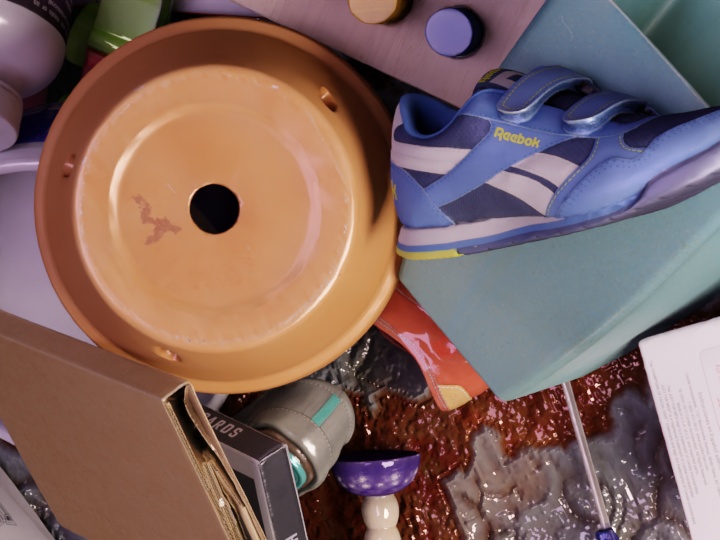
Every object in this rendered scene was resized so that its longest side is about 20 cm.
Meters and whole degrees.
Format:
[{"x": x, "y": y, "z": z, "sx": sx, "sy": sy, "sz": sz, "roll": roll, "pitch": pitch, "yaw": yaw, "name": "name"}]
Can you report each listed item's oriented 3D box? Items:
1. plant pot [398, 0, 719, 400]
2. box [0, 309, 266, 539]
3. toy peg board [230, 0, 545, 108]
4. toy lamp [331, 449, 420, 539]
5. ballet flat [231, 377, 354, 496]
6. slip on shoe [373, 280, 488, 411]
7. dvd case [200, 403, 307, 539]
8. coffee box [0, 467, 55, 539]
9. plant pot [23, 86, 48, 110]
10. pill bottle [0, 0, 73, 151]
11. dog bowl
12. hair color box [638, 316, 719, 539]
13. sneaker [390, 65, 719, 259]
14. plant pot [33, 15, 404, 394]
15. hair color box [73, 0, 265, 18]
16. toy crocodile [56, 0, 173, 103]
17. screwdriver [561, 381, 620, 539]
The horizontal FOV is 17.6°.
[{"x": 0.123, "y": -0.037, "z": 1.169, "sx": 0.141, "sy": 0.141, "sz": 0.200, "roll": 51, "pitch": 120, "yaw": 17, "name": "plant pot"}, {"x": -0.129, "y": 0.100, "z": 1.240, "sx": 0.200, "sy": 0.021, "sz": 0.164, "roll": 18, "pitch": 139, "yaw": 46, "name": "box"}, {"x": 0.017, "y": -0.205, "z": 1.191, "sx": 0.199, "sy": 0.098, "sz": 0.200, "roll": 26, "pitch": 101, "yaw": 6, "name": "toy peg board"}, {"x": 0.017, "y": 0.202, "z": 1.298, "sx": 0.058, "sy": 0.058, "sz": 0.200, "roll": -3, "pitch": 93, "yaw": 31, "name": "toy lamp"}, {"x": -0.062, "y": 0.112, "z": 1.331, "sx": 0.067, "sy": 0.064, "sz": 0.200, "roll": 45, "pitch": 145, "yaw": -8, "name": "ballet flat"}, {"x": 0.000, "y": 0.000, "z": 1.278, "sx": 0.200, "sy": 0.074, "sz": 0.061, "roll": 43, "pitch": 90, "yaw": 16, "name": "slip on shoe"}, {"x": -0.077, "y": 0.160, "z": 1.285, "sx": 0.150, "sy": 0.025, "sz": 0.200, "roll": 21, "pitch": 132, "yaw": 45, "name": "dvd case"}, {"x": -0.350, "y": 0.176, "z": 1.432, "sx": 0.200, "sy": 0.200, "sz": 0.198, "roll": 49, "pitch": 116, "yaw": 18, "name": "coffee box"}, {"x": -0.310, "y": -0.129, "z": 1.366, "sx": 0.200, "sy": 0.179, "sz": 0.200, "roll": 11, "pitch": 105, "yaw": 47, "name": "plant pot"}, {"x": -0.208, "y": -0.170, "z": 1.263, "sx": 0.112, "sy": 0.112, "sz": 0.200, "roll": -7, "pitch": 67, "yaw": 31, "name": "pill bottle"}, {"x": -0.156, "y": 0.008, "z": 1.321, "sx": 0.200, "sy": 0.079, "sz": 0.200, "roll": 6, "pitch": 121, "yaw": 11, "name": "dog bowl"}, {"x": 0.249, "y": 0.060, "z": 1.143, "sx": 0.200, "sy": 0.064, "sz": 0.111, "roll": -18, "pitch": 84, "yaw": 32, "name": "hair color box"}, {"x": 0.091, "y": -0.057, "z": 1.062, "sx": 0.200, "sy": 0.074, "sz": 0.082, "roll": -10, "pitch": 91, "yaw": 37, "name": "sneaker"}, {"x": -0.069, "y": -0.031, "z": 1.167, "sx": 0.200, "sy": 0.140, "sz": 0.200, "roll": 0, "pitch": 93, "yaw": -2, "name": "plant pot"}, {"x": -0.083, "y": -0.195, "z": 1.322, "sx": 0.200, "sy": 0.061, "sz": 0.102, "roll": 8, "pitch": 99, "yaw": 29, "name": "hair color box"}, {"x": -0.145, "y": -0.093, "z": 1.338, "sx": 0.067, "sy": 0.062, "sz": 0.200, "roll": 27, "pitch": 135, "yaw": 4, "name": "toy crocodile"}, {"x": 0.123, "y": 0.122, "z": 1.243, "sx": 0.029, "sy": 0.028, "sz": 0.200, "roll": -20, "pitch": 84, "yaw": 2, "name": "screwdriver"}]
